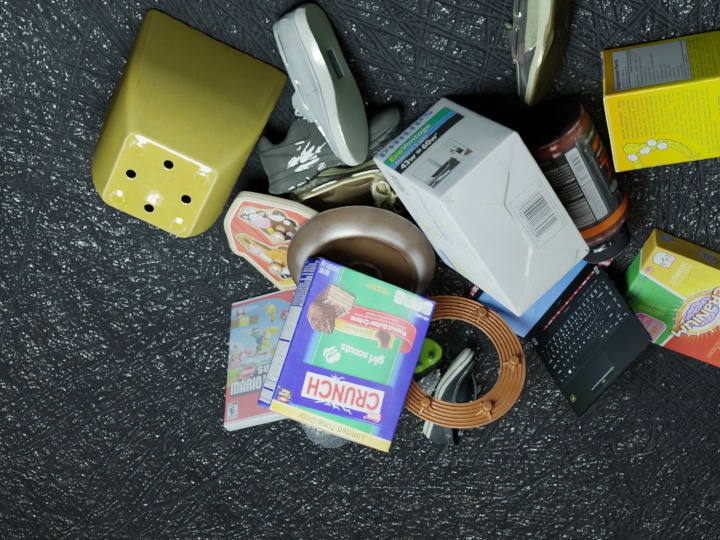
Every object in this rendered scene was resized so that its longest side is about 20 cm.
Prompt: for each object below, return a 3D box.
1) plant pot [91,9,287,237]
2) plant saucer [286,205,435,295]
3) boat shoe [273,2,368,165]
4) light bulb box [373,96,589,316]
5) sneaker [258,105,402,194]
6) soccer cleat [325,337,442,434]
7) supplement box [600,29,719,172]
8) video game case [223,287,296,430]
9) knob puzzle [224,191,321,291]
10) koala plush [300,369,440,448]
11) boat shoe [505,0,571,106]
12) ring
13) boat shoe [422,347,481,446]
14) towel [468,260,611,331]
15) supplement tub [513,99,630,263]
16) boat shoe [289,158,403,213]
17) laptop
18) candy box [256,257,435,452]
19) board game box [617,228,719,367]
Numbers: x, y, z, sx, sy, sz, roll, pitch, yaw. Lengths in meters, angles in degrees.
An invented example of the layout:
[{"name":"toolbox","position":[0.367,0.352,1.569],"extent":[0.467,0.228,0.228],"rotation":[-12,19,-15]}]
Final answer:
[{"name":"plant pot","position":[-0.225,-0.158,1.590],"extent":[0.193,0.201,0.195],"rotation":[23,129,-12]},{"name":"plant saucer","position":[0.000,0.000,1.692],"extent":[0.197,0.032,0.202],"rotation":[1,135,1]},{"name":"boat shoe","position":[-0.050,-0.221,1.573],"extent":[0.071,0.070,0.203],"rotation":[-15,98,34]},{"name":"light bulb box","position":[0.145,-0.082,1.576],"extent":[0.124,0.200,0.199],"rotation":[-40,120,-5]},{"name":"sneaker","position":[-0.043,-0.170,1.635],"extent":[0.198,0.076,0.092],"rotation":[-24,96,10]},{"name":"soccer cleat","position":[0.023,0.152,1.742],"extent":[0.198,0.068,0.082],"rotation":[-26,147,-23]},{"name":"supplement box","position":[0.389,-0.203,1.517],"extent":[0.197,0.110,0.111],"rotation":[-7,127,15]},{"name":"video game case","position":[-0.121,0.118,1.797],"extent":[0.141,0.202,0.017],"rotation":[-15,142,20]},{"name":"knob puzzle","position":[-0.102,-0.034,1.725],"extent":[0.216,0.031,0.221],"rotation":[14,149,9]},{"name":"koala plush","position":[0.004,0.144,1.831],"extent":[0.198,0.185,0.179],"rotation":[-21,126,9]},{"name":"boat shoe","position":[0.204,-0.284,1.514],"extent":[0.066,0.072,0.202],"rotation":[30,147,21]},{"name":"ring","position":[0.125,0.116,1.719],"extent":[0.197,0.203,0.019],"rotation":[11,147,-1]},{"name":"boat shoe","position":[0.143,0.187,1.887],"extent":[0.062,0.075,0.202],"rotation":[30,137,15]},{"name":"towel","position":[0.252,-0.006,1.754],"extent":[0.143,0.023,0.201],"rotation":[22,130,-12]},{"name":"supplement tub","position":[0.270,-0.106,1.614],"extent":[0.106,0.108,0.201],"rotation":[-19,122,22]},{"name":"boat shoe","position":[0.003,-0.101,1.689],"extent":[0.197,0.063,0.074],"rotation":[-7,128,14]},{"name":"laptop","position":[0.261,0.074,1.740],"extent":[0.102,0.201,0.178],"rotation":[-7,145,-39]},{"name":"candy box","position":[-0.018,0.106,1.636],"extent":[0.167,0.077,0.203],"rotation":[20,84,-15]},{"name":"board game box","position":[0.453,0.042,1.749],"extent":[0.197,0.041,0.154],"rotation":[19,129,-7]}]
